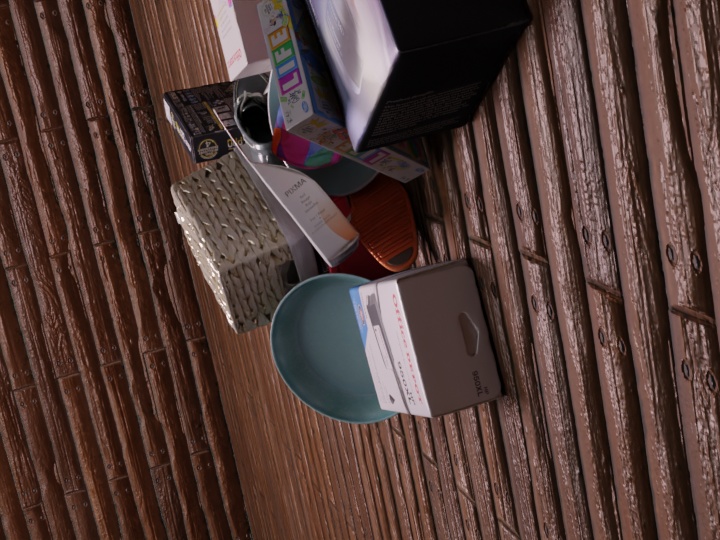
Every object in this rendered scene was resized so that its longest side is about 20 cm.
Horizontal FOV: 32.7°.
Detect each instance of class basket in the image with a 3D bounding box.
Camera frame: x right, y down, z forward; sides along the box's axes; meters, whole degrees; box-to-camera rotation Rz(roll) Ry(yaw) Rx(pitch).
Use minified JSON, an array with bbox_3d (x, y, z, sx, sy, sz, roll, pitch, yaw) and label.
[{"bbox_3d":[-0.145,-0.038,1.541,0.201,0.122,0.136,55,164,41],"label":"basket"}]

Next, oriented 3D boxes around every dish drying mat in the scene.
[{"bbox_3d":[0.000,0.000,1.490,0.018,0.076,0.203,-140,38,-68],"label":"dish drying mat"}]

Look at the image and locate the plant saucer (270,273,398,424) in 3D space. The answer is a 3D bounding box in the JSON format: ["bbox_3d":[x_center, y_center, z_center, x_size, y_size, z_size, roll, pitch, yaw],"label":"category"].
[{"bbox_3d":[-0.011,0.089,1.482,0.036,0.197,0.202,-53,-42,-61],"label":"plant saucer"}]

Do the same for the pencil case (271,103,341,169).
[{"bbox_3d":[-0.037,-0.208,1.302,0.089,0.087,0.202,-126,46,-54],"label":"pencil case"}]

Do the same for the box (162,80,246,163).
[{"bbox_3d":[-0.202,-0.233,1.862,0.200,0.159,0.050,-129,28,-56],"label":"box"}]

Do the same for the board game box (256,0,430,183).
[{"bbox_3d":[-0.013,-0.173,1.177,0.199,0.034,0.136,18,-128,-54],"label":"board game box"}]

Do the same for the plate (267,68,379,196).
[{"bbox_3d":[-0.027,-0.185,1.367,0.198,0.025,0.203,9,104,40],"label":"plate"}]

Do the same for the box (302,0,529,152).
[{"bbox_3d":[0.032,-0.240,1.044,0.199,0.122,0.202,121,132,-69],"label":"box"}]

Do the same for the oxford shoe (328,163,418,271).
[{"bbox_3d":[0.023,-0.072,1.392,0.073,0.071,0.201,56,-171,-55],"label":"oxford shoe"}]

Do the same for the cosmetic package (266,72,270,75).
[{"bbox_3d":[-0.111,-0.203,1.672,0.201,0.050,0.083,-98,3,-56],"label":"cosmetic package"}]

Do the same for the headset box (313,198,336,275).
[{"bbox_3d":[-0.036,-0.025,1.563,0.149,0.074,0.202,37,148,66],"label":"headset box"}]

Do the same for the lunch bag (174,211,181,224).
[{"bbox_3d":[-0.160,-0.082,1.778,0.164,0.198,0.119,-147,44,-68],"label":"lunch bag"}]

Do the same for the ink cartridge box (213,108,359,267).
[{"bbox_3d":[-0.077,-0.096,1.340,0.201,0.050,0.162,54,178,2],"label":"ink cartridge box"}]

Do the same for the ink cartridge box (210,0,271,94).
[{"bbox_3d":[-0.108,-0.324,1.484,0.128,0.124,0.203,-179,74,-75],"label":"ink cartridge box"}]

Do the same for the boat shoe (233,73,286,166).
[{"bbox_3d":[-0.123,-0.198,1.538,0.062,0.072,0.201,69,-178,-49],"label":"boat shoe"}]

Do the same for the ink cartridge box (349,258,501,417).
[{"bbox_3d":[0.065,0.072,1.302,0.200,0.083,0.147,165,90,-75],"label":"ink cartridge box"}]
